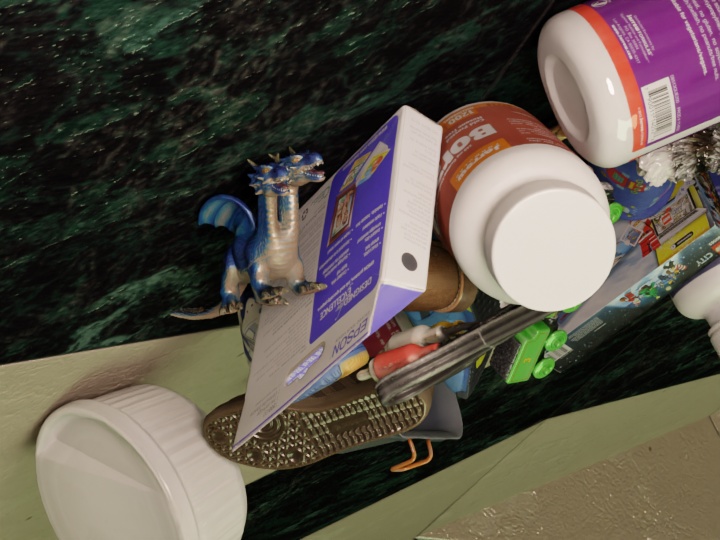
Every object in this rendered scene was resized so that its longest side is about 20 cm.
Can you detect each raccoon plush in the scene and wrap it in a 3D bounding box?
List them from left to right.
[{"bbox_3d":[0.307,-0.116,1.406,0.199,0.097,0.134,-17,145,-21],"label":"raccoon plush"}]

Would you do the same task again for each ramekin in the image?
[{"bbox_3d":[-0.185,0.192,1.720,0.094,0.203,0.202,-29,171,-40],"label":"ramekin"}]

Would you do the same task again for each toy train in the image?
[{"bbox_3d":[0.159,0.011,1.635,0.056,0.042,0.200,-7,130,-35],"label":"toy train"}]

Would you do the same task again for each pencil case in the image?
[{"bbox_3d":[0.228,-0.108,1.587,0.087,0.078,0.200,-63,172,-14],"label":"pencil case"}]

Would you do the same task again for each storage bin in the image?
[{"bbox_3d":[0.000,0.134,1.947,0.134,0.146,0.200,-20,168,21],"label":"storage bin"}]

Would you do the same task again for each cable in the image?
[{"bbox_3d":[0.074,0.043,1.427,0.097,0.050,0.200,-26,173,-48],"label":"cable"}]

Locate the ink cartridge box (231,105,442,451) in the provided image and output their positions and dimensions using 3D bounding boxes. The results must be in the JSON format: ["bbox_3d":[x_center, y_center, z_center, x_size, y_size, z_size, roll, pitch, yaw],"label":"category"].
[{"bbox_3d":[-0.016,0.014,1.400,0.043,0.201,0.198,25,142,-20],"label":"ink cartridge box"}]

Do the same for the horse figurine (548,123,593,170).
[{"bbox_3d":[0.107,-0.074,1.552,0.199,0.050,0.133,-22,163,-24],"label":"horse figurine"}]

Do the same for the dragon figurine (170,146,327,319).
[{"bbox_3d":[-0.077,-0.024,1.388,0.059,0.100,0.200,-8,172,-29],"label":"dragon figurine"}]

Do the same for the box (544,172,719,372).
[{"bbox_3d":[0.221,-0.022,1.717,0.200,0.137,0.038,-38,131,25],"label":"box"}]

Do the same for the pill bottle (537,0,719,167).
[{"bbox_3d":[0.230,-0.155,1.355,0.199,0.113,0.112,-23,165,-11],"label":"pill bottle"}]

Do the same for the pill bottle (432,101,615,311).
[{"bbox_3d":[0.108,-0.043,1.369,0.112,0.112,0.200,-25,-160,-2],"label":"pill bottle"}]

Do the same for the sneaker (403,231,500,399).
[{"bbox_3d":[0.068,0.030,1.604,0.200,0.078,0.066,82,30,-55],"label":"sneaker"}]

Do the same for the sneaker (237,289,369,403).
[{"bbox_3d":[-0.058,0.050,1.550,0.075,0.088,0.200,-25,-172,-19],"label":"sneaker"}]

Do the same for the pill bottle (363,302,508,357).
[{"bbox_3d":[0.043,0.041,1.717,0.200,0.114,0.114,-27,165,9],"label":"pill bottle"}]

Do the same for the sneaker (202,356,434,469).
[{"bbox_3d":[-0.031,0.112,1.648,0.199,0.071,0.076,-10,-151,16],"label":"sneaker"}]

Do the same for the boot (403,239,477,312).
[{"bbox_3d":[0.000,0.000,1.515,0.075,0.074,0.200,-3,-177,-35],"label":"boot"}]

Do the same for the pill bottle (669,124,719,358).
[{"bbox_3d":[0.322,-0.024,1.784,0.119,0.200,0.120,-24,166,-6],"label":"pill bottle"}]
